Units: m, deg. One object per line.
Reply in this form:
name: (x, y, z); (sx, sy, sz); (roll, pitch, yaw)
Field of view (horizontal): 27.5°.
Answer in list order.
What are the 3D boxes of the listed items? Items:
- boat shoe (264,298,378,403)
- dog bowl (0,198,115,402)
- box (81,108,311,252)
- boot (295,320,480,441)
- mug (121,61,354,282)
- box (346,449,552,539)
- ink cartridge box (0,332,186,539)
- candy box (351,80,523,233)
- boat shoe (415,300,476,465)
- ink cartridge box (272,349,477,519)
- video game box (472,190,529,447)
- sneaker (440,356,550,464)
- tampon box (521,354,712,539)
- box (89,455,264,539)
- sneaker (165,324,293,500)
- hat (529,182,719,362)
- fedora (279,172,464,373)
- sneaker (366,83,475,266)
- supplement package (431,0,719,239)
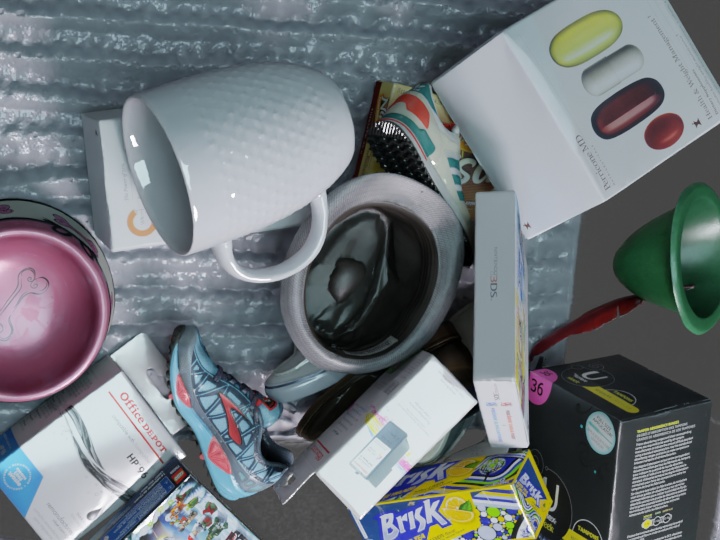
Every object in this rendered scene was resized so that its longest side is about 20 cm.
boat shoe: (-0.022, 0.054, 1.507); (0.202, 0.075, 0.086); (-31, 109, -15)
dog bowl: (-0.327, 0.036, 1.395); (0.200, 0.074, 0.201); (-3, 101, -19)
box: (-0.157, -0.098, 1.417); (0.200, 0.097, 0.125); (-8, 103, -19)
boot: (0.036, 0.141, 1.515); (0.200, 0.075, 0.097); (-32, 69, -8)
mug: (-0.096, -0.086, 1.312); (0.175, 0.148, 0.200); (-21, 108, -23)
box: (0.091, 0.242, 1.523); (0.070, 0.200, 0.064); (64, 34, -18)
ink cartridge box: (-0.256, 0.167, 1.447); (0.200, 0.068, 0.116); (-38, 111, -10)
candy box: (0.100, -0.116, 1.529); (0.200, 0.055, 0.116); (13, 96, -22)
boat shoe: (0.105, 0.119, 1.584); (0.200, 0.073, 0.062); (-61, 155, -8)
ink cartridge box: (0.011, 0.169, 1.429); (0.200, 0.117, 0.067); (-44, 97, -5)
video game box: (0.140, 0.052, 1.447); (0.047, 0.182, 0.200); (-1, 63, 8)
sneaker: (0.173, 0.160, 1.595); (0.199, 0.079, 0.130); (-7, 101, -19)
tampon box: (0.257, 0.210, 1.521); (0.126, 0.150, 0.200); (-8, 110, -31)
box: (-0.174, 0.294, 1.481); (0.137, 0.040, 0.200); (-44, 132, -6)
sneaker: (-0.125, 0.132, 1.470); (0.095, 0.079, 0.200); (-15, 117, 13)
hat: (0.297, -0.007, 1.642); (0.200, 0.176, 0.166); (-27, 110, -53)
fedora: (0.000, 0.000, 1.433); (0.177, 0.090, 0.200); (21, 92, -23)
sneaker: (0.082, -0.095, 1.458); (0.093, 0.070, 0.200); (-55, 131, -31)
supplement package: (0.221, -0.173, 1.464); (0.200, 0.147, 0.191); (-34, 93, -28)
